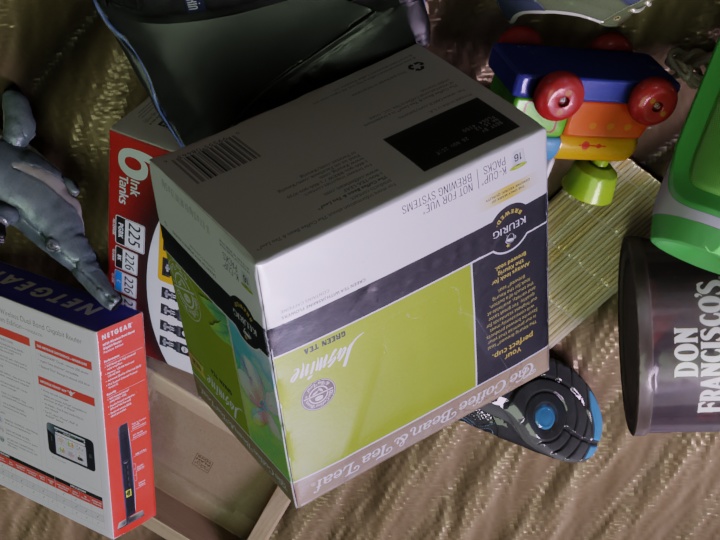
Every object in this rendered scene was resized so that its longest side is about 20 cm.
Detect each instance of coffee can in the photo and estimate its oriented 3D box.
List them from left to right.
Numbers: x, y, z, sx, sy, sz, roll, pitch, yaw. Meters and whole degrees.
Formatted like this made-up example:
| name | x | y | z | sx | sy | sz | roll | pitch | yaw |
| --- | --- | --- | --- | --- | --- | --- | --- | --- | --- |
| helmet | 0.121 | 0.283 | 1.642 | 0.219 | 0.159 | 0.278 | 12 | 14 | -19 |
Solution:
| name | x | y | z | sx | sy | sz | roll | pitch | yaw |
| --- | --- | --- | --- | --- | --- | --- | --- | --- | --- |
| coffee can | 0.294 | 0.044 | 1.064 | 0.200 | 0.146 | 0.147 | -2 | 127 | 5 |

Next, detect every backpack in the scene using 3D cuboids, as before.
| name | x | y | z | sx | sy | sz | roll | pitch | yaw |
| --- | --- | --- | --- | --- | --- | --- | --- | --- | --- |
| backpack | -0.055 | -0.177 | 0.950 | 0.190 | 0.154 | 0.200 | -18 | 130 | 16 |

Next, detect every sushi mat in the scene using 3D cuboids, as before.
| name | x | y | z | sx | sy | sz | roll | pitch | yaw |
| --- | --- | --- | --- | --- | --- | --- | --- | --- | --- |
| sushi mat | 0.163 | -0.009 | 1.135 | 0.096 | 0.012 | 0.200 | 33 | 125 | -17 |

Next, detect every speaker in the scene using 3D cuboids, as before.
| name | x | y | z | sx | sy | sz | roll | pitch | yaw |
| --- | --- | --- | --- | --- | --- | --- | --- | --- | --- |
| speaker | 0.257 | -0.099 | 0.943 | 0.088 | 0.088 | 0.200 | 23 | 86 | -9 |

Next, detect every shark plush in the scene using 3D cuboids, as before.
| name | x | y | z | sx | sy | sz | roll | pitch | yaw |
| --- | --- | --- | --- | --- | --- | --- | --- | --- | --- |
| shark plush | -0.260 | -0.040 | 1.098 | 0.091 | 0.083 | 0.200 | -34 | 92 | 34 |

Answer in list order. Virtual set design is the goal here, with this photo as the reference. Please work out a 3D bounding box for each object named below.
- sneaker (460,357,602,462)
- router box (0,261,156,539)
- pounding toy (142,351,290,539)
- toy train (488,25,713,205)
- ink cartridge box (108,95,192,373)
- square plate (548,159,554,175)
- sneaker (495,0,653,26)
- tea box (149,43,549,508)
| name | x | y | z | sx | sy | sz | roll | pitch | yaw |
| --- | --- | --- | --- | --- | --- | --- | --- | --- | --- |
| sneaker | 0.109 | 0.097 | 1.188 | 0.200 | 0.073 | 0.082 | 29 | 161 | -21 |
| router box | -0.253 | 0.098 | 1.171 | 0.200 | 0.049 | 0.180 | 17 | 118 | 35 |
| pounding toy | -0.093 | 0.125 | 1.217 | 0.184 | 0.142 | 0.200 | 30 | 125 | 2 |
| toy train | 0.176 | -0.096 | 1.008 | 0.200 | 0.085 | 0.116 | 1 | 124 | -21 |
| ink cartridge box | -0.095 | -0.015 | 1.096 | 0.175 | 0.084 | 0.200 | 20 | 129 | 15 |
| square plate | 0.030 | -0.056 | 1.103 | 0.198 | 0.028 | 0.200 | 17 | 128 | 1 |
| sneaker | 0.176 | -0.204 | 0.956 | 0.200 | 0.067 | 0.090 | -2 | 135 | 10 |
| tea box | 0.000 | 0.001 | 0.897 | 0.200 | 0.134 | 0.197 | -25 | 132 | -23 |
